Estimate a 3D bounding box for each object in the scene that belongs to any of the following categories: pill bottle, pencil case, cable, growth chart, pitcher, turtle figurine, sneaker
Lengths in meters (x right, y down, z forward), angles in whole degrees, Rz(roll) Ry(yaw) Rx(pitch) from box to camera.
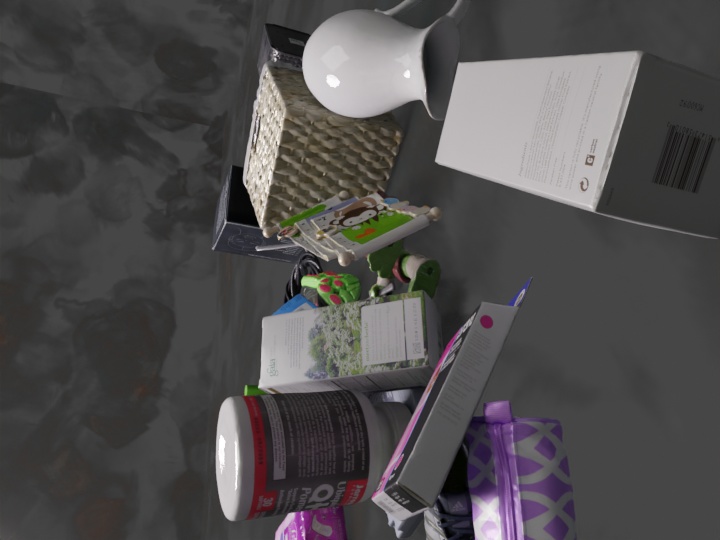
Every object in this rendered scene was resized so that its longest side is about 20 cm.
[{"bbox_3d":[-0.042,0.181,0.582,0.110,0.193,0.116,-178,90,-65],"label":"pill bottle"},{"bbox_3d":[0.115,0.205,0.406,0.082,0.084,0.207,-17,62,34],"label":"pencil case"},{"bbox_3d":[-0.121,0.039,1.157,0.200,0.049,0.169,-129,49,-64],"label":"cable"},{"bbox_3d":[-0.011,-0.054,0.645,0.198,0.142,0.018,21,136,54],"label":"growth chart"},{"bbox_3d":[0.033,-0.273,0.696,0.195,0.120,0.177,14,79,37],"label":"pitcher"},{"bbox_3d":[0.000,0.000,0.718,0.193,0.196,0.148,26,142,64],"label":"turtle figurine"},{"bbox_3d":[-0.045,0.051,0.938,0.199,0.074,0.087,-162,62,-73],"label":"sneaker"},{"bbox_3d":[0.081,0.221,0.479,0.082,0.071,0.205,72,-174,-53],"label":"sneaker"}]

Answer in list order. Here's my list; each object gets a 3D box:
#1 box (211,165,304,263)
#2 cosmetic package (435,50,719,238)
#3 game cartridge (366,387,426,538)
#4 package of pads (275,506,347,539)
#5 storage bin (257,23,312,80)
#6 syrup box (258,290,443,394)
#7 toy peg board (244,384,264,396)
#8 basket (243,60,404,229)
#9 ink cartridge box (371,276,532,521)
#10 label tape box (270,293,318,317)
[{"bbox_3d":[-0.201,-0.110,1.211,0.196,0.193,0.129,146,130,-63],"label":"box"},{"bbox_3d":[0.144,-0.091,0.396,0.200,0.104,0.088,-135,55,-63],"label":"cosmetic package"},{"bbox_3d":[0.049,0.181,0.672,0.204,0.039,0.136,-106,27,-46],"label":"game cartridge"},{"bbox_3d":[-0.081,0.438,0.893,0.203,0.073,0.124,118,148,-44],"label":"package of pads"},{"bbox_3d":[-0.152,-0.461,1.270,0.203,0.130,0.096,-109,33,-49],"label":"storage bin"},{"bbox_3d":[-0.010,0.088,0.627,0.082,0.193,0.082,46,-143,-58],"label":"syrup box"},{"bbox_3d":[-0.205,0.356,1.225,0.201,0.094,0.205,-119,40,-58],"label":"toy peg board"},{"bbox_3d":[-0.063,-0.174,0.857,0.163,0.193,0.203,-116,38,-52],"label":"basket"},{"bbox_3d":[0.075,0.095,0.461,0.202,0.036,0.095,-55,-8,-28],"label":"ink cartridge box"},{"bbox_3d":[-0.048,0.144,0.854,0.203,0.065,0.143,57,168,-15],"label":"label tape box"}]
